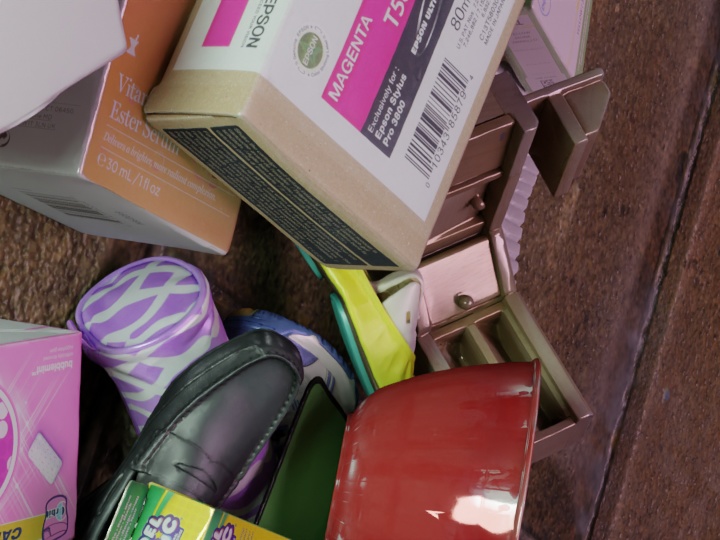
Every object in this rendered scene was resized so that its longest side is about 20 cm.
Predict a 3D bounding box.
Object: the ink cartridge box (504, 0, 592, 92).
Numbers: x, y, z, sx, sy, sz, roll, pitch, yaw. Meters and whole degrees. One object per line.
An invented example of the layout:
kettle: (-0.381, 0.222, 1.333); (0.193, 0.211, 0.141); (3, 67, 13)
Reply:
ink cartridge box: (0.109, -0.237, 1.779); (0.200, 0.048, 0.146); (54, 40, -52)

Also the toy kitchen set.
toy kitchen set: (0.117, -0.009, 1.627); (0.163, 0.181, 0.200); (-23, 157, -19)

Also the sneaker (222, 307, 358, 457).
sneaker: (-0.043, 0.110, 1.607); (0.088, 0.075, 0.200); (-60, 142, -31)

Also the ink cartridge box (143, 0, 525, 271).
ink cartridge box: (-0.006, -0.124, 1.376); (0.165, 0.075, 0.201); (39, 65, -42)

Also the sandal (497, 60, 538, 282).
sandal: (0.080, -0.060, 1.798); (0.082, 0.050, 0.203); (40, 50, -38)

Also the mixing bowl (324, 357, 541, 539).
mixing bowl: (0.036, 0.141, 1.524); (0.200, 0.108, 0.201); (11, 90, -89)

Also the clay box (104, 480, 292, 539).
clay box: (-0.086, 0.186, 1.384); (0.115, 0.047, 0.200); (-69, 155, -6)

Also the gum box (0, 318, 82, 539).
gum box: (-0.227, 0.093, 1.304); (0.200, 0.066, 0.114); (-9, 104, -58)

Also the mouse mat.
mouse mat: (-0.027, 0.173, 1.572); (0.162, 0.007, 0.200); (-69, 154, -22)

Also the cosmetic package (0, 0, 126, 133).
cosmetic package: (-0.228, -0.164, 1.148); (0.165, 0.164, 0.201); (-38, 128, -48)

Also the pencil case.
pencil case: (-0.102, 0.087, 1.505); (0.085, 0.084, 0.201); (-26, 126, -11)

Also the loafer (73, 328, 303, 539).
loafer: (-0.101, 0.119, 1.428); (0.068, 0.070, 0.201); (37, 101, -29)

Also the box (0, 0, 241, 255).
box: (-0.126, -0.128, 1.383); (0.152, 0.106, 0.201); (27, 74, -57)

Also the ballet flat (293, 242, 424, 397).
ballet flat: (0.000, 0.000, 1.591); (0.201, 0.067, 0.067); (63, 0, -10)
